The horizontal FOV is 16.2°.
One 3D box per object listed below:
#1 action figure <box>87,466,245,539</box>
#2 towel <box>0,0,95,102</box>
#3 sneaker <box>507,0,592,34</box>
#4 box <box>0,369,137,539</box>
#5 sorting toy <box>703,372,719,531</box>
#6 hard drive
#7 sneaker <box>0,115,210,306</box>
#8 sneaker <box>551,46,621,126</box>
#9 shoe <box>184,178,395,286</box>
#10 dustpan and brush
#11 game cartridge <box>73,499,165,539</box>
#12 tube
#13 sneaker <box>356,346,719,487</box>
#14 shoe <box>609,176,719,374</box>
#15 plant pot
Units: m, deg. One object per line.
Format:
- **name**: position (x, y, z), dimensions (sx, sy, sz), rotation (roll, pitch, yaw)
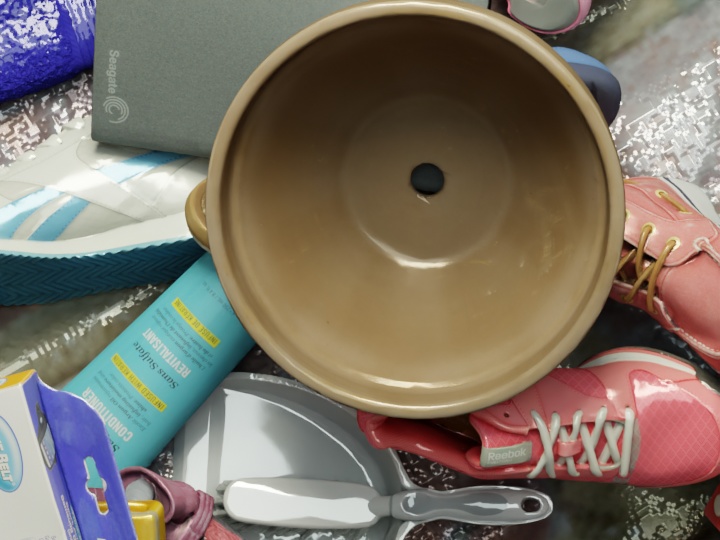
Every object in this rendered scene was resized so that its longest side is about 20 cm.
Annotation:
- **action figure**: position (-0.135, 0.138, 1.281), dimensions (0.198, 0.135, 0.149), rotation (4, 38, -9)
- **towel**: position (-0.177, -0.175, 1.390), dimensions (0.198, 0.050, 0.149), rotation (-18, 76, -5)
- **sneaker**: position (0.081, -0.225, 1.403), dimensions (0.095, 0.079, 0.200), rotation (-32, 78, -30)
- **box**: position (-0.204, 0.123, 1.144), dimensions (0.198, 0.041, 0.120), rotation (-15, 97, 8)
- **sorting toy**: position (0.230, 0.067, 1.252), dimensions (0.069, 0.199, 0.202), rotation (6, 76, -14)
- **hard drive**: position (-0.036, -0.119, 1.283), dimensions (0.198, 0.033, 0.141), rotation (9, 121, 4)
- **sneaker**: position (-0.160, -0.034, 1.349), dimensions (0.198, 0.077, 0.081), rotation (-6, 69, -9)
- **sneaker**: position (0.040, -0.106, 1.354), dimensions (0.198, 0.074, 0.083), rotation (1, 51, 6)
- **shoe**: position (0.000, 0.000, 1.321), dimensions (0.198, 0.054, 0.070), rotation (14, 45, -15)
- **dustpan and brush**: position (-0.001, 0.122, 1.313), dimensions (0.198, 0.057, 0.141), rotation (2, 76, 0)
- **game cartridge**: position (-0.175, 0.209, 1.192), dimensions (0.175, 0.032, 0.202), rotation (-1, 101, 4)
- **tube**: position (-0.127, 0.075, 1.328), dimensions (0.200, 0.050, 0.077), rotation (-47, 74, 4)
- **sneaker**: position (0.091, 0.082, 1.261), dimensions (0.198, 0.087, 0.074), rotation (8, 114, 14)
- **shoe**: position (0.147, 0.000, 1.277), dimensions (0.090, 0.200, 0.072), rotation (8, 109, -16)
- **plant pot**: position (0.030, -0.036, 1.233), dimensions (0.199, 0.093, 0.203), rotation (1, 102, 6)
